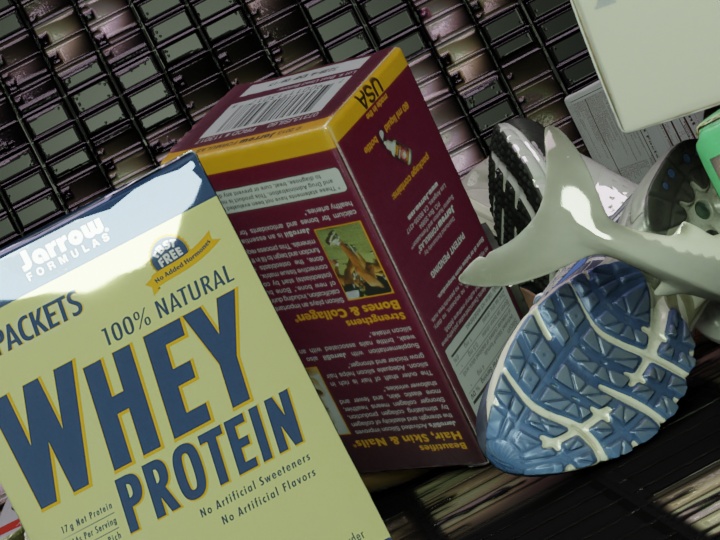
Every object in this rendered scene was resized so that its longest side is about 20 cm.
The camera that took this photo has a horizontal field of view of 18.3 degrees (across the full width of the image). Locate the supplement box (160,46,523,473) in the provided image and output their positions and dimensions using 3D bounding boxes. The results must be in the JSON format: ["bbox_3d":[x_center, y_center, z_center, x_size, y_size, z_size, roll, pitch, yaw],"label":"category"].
[{"bbox_3d":[0.000,0.000,1.143,0.110,0.201,0.086,-9,28,36],"label":"supplement box"}]

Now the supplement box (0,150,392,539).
[{"bbox_3d":[-0.090,0.069,0.997,0.134,0.201,0.200,-28,1,-5],"label":"supplement box"}]

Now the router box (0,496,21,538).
[{"bbox_3d":[-0.131,0.116,1.277,0.199,0.049,0.180,-25,36,43],"label":"router box"}]

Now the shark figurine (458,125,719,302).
[{"bbox_3d":[0.159,0.004,0.950,0.213,0.128,0.090,-9,-47,-36],"label":"shark figurine"}]

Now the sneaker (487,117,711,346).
[{"bbox_3d":[0.133,-0.018,1.195,0.080,0.200,0.074,-17,-46,-19],"label":"sneaker"}]

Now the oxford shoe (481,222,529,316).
[{"bbox_3d":[0.034,-0.006,1.295,0.084,0.073,0.200,-27,22,0],"label":"oxford shoe"}]

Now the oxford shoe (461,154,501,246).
[{"bbox_3d":[0.124,-0.023,1.327,0.058,0.075,0.200,-53,41,-5],"label":"oxford shoe"}]

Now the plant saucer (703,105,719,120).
[{"bbox_3d":[0.239,-0.088,0.923,0.199,0.030,0.200,-23,17,7],"label":"plant saucer"}]

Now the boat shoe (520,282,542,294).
[{"bbox_3d":[0.071,0.053,1.377,0.200,0.071,0.091,-30,9,12],"label":"boat shoe"}]

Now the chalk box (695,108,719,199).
[{"bbox_3d":[0.198,-0.027,0.708,0.124,0.125,0.200,-26,3,31],"label":"chalk box"}]

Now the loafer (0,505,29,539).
[{"bbox_3d":[-0.140,0.137,1.132,0.200,0.068,0.076,-47,32,10],"label":"loafer"}]

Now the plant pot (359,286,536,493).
[{"bbox_3d":[0.019,0.072,1.267,0.199,0.028,0.200,-21,22,9],"label":"plant pot"}]

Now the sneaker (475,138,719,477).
[{"bbox_3d":[0.110,0.030,1.008,0.200,0.077,0.085,-46,3,-36],"label":"sneaker"}]

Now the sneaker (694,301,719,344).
[{"bbox_3d":[0.248,-0.030,1.073,0.200,0.075,0.105,-49,-40,5],"label":"sneaker"}]

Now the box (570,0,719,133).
[{"bbox_3d":[0.152,-0.134,0.996,0.094,0.078,0.200,-18,14,17],"label":"box"}]

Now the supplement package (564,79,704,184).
[{"bbox_3d":[0.253,-0.090,1.271,0.190,0.148,0.200,-29,2,-11],"label":"supplement package"}]
